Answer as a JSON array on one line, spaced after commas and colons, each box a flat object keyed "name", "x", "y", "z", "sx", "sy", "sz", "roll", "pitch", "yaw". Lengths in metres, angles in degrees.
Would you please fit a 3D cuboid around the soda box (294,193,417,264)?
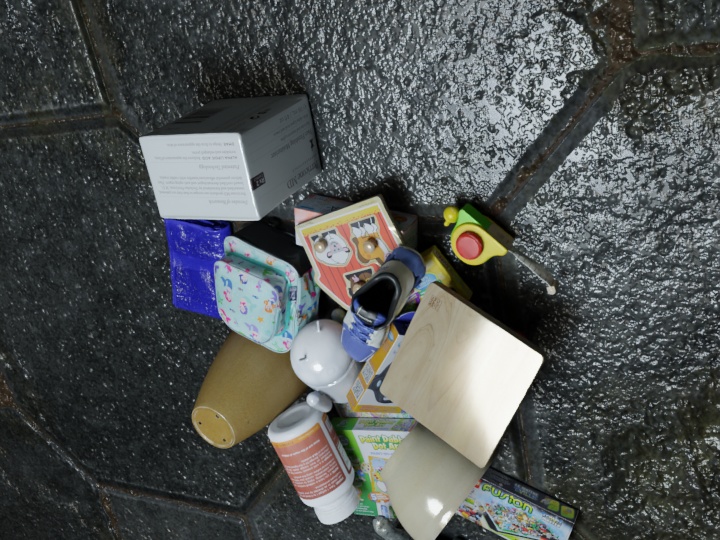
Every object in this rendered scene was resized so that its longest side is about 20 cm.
[{"name": "soda box", "x": -0.009, "y": -0.064, "z": 1.261, "sx": 0.196, "sy": 0.064, "sz": 0.070, "roll": 14, "pitch": 122, "yaw": 25}]

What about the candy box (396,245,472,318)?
[{"name": "candy box", "x": 0.077, "y": 0.043, "z": 1.287, "sx": 0.199, "sy": 0.026, "sz": 0.103, "roll": -31, "pitch": 103, "yaw": 38}]

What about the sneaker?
[{"name": "sneaker", "x": 0.013, "y": 0.060, "z": 1.168, "sx": 0.080, "sy": 0.115, "sz": 0.201, "roll": 37, "pitch": 123, "yaw": 10}]

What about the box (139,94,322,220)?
[{"name": "box", "x": -0.195, "y": -0.177, "z": 1.222, "sx": 0.196, "sy": 0.199, "sz": 0.133, "roll": 3, "pitch": 119, "yaw": 28}]

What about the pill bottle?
[{"name": "pill bottle", "x": -0.079, "y": 0.349, "z": 1.425, "sx": 0.111, "sy": 0.112, "sz": 0.203, "roll": -14, "pitch": 107, "yaw": 35}]

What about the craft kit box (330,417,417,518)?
[{"name": "craft kit box", "x": 0.049, "y": 0.366, "z": 1.457, "sx": 0.197, "sy": 0.048, "sz": 0.201, "roll": -6, "pitch": 109, "yaw": 33}]

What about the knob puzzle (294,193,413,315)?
[{"name": "knob puzzle", "x": 0.000, "y": 0.000, "z": 1.233, "sx": 0.216, "sy": 0.030, "sz": 0.224, "roll": 14, "pitch": 123, "yaw": 22}]

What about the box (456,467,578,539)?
[{"name": "box", "x": 0.270, "y": 0.422, "z": 1.383, "sx": 0.197, "sy": 0.035, "sz": 0.112, "roll": 22, "pitch": 125, "yaw": 19}]

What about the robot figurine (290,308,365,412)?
[{"name": "robot figurine", "x": -0.048, "y": 0.154, "z": 1.339, "sx": 0.111, "sy": 0.173, "sz": 0.200, "roll": 4, "pitch": 157, "yaw": 25}]

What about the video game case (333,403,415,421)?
[{"name": "video game case", "x": 0.051, "y": 0.272, "z": 1.441, "sx": 0.197, "sy": 0.018, "sz": 0.145, "roll": -16, "pitch": 106, "yaw": 36}]

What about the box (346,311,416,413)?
[{"name": "box", "x": 0.070, "y": 0.154, "z": 1.293, "sx": 0.202, "sy": 0.117, "sz": 0.042, "roll": -61, "pitch": 38, "yaw": 31}]

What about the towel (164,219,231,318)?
[{"name": "towel", "x": -0.302, "y": -0.006, "z": 1.476, "sx": 0.145, "sy": 0.050, "sz": 0.204, "roll": 14, "pitch": 122, "yaw": 25}]

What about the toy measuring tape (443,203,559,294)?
[{"name": "toy measuring tape", "x": 0.197, "y": -0.021, "z": 1.161, "sx": 0.199, "sy": 0.074, "sz": 0.074, "roll": 41, "pitch": 129, "yaw": 5}]

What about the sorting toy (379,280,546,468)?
[{"name": "sorting toy", "x": 0.156, "y": 0.148, "z": 1.179, "sx": 0.197, "sy": 0.069, "sz": 0.203, "roll": 34, "pitch": 114, "yaw": 22}]

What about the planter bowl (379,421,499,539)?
[{"name": "planter bowl", "x": 0.116, "y": 0.331, "z": 1.291, "sx": 0.134, "sy": 0.199, "sz": 0.202, "roll": 38, "pitch": 129, "yaw": 15}]

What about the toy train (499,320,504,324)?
[{"name": "toy train", "x": 0.186, "y": 0.163, "z": 1.260, "sx": 0.113, "sy": 0.085, "sz": 0.202, "roll": 39, "pitch": 126, "yaw": 11}]

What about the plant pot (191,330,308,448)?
[{"name": "plant pot", "x": -0.216, "y": 0.220, "z": 1.445, "sx": 0.183, "sy": 0.200, "sz": 0.189, "roll": 16, "pitch": 127, "yaw": 22}]

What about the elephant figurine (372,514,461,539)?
[{"name": "elephant figurine", "x": 0.099, "y": 0.530, "z": 1.485, "sx": 0.197, "sy": 0.142, "sz": 0.157, "roll": 28, "pitch": 112, "yaw": 5}]

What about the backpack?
[{"name": "backpack", "x": -0.157, "y": 0.041, "z": 1.359, "sx": 0.175, "sy": 0.150, "sz": 0.203, "roll": 24, "pitch": 133, "yaw": 26}]
